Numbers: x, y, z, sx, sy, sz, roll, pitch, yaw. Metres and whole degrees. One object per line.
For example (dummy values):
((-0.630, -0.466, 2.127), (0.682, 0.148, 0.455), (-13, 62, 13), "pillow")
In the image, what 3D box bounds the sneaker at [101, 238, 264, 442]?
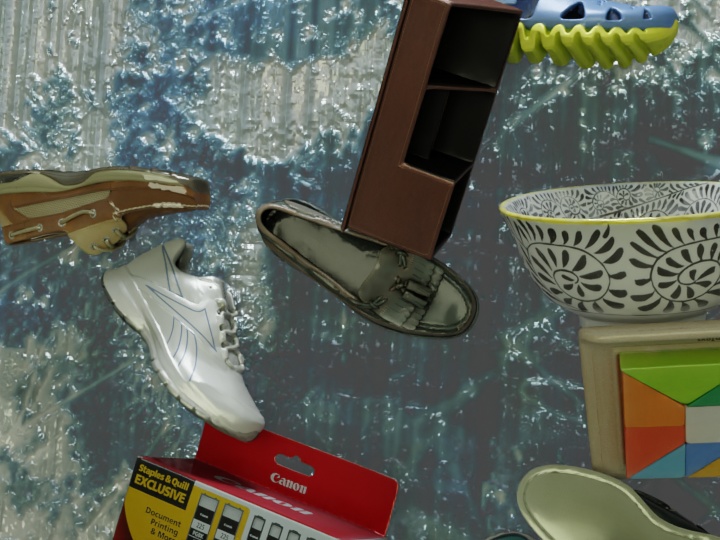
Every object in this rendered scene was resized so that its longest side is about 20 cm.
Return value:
((-0.135, 0.053, 0.986), (0.087, 0.075, 0.200), (-38, 68, -1), "sneaker")

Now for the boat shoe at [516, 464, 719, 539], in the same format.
((0.212, 0.207, 0.911), (0.199, 0.066, 0.075), (17, 75, 7), "boat shoe")

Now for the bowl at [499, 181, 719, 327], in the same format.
((0.204, -0.007, 0.870), (0.200, 0.201, 0.095), (-2, 101, 12), "bowl")

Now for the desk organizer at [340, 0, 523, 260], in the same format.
((0.055, -0.117, 0.931), (0.077, 0.072, 0.201), (21, 114, 11), "desk organizer")

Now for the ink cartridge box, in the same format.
((-0.090, 0.218, 0.943), (0.199, 0.084, 0.176), (15, 88, 28), "ink cartridge box")

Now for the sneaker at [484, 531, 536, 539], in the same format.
((0.056, 0.267, 0.932), (0.200, 0.080, 0.078), (-37, 78, 9), "sneaker")

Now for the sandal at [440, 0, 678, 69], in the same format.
((0.152, -0.209, 0.955), (0.199, 0.079, 0.087), (6, 82, 11), "sandal")

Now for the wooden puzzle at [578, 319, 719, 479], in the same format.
((0.254, 0.100, 0.850), (0.184, 0.200, 0.037), (-4, 50, 12), "wooden puzzle")

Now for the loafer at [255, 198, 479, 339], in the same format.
((0.000, 0.000, 0.974), (0.200, 0.063, 0.072), (26, 91, 13), "loafer")

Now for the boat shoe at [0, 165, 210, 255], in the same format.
((-0.222, -0.050, 1.028), (0.199, 0.076, 0.074), (0, 91, 20), "boat shoe")
